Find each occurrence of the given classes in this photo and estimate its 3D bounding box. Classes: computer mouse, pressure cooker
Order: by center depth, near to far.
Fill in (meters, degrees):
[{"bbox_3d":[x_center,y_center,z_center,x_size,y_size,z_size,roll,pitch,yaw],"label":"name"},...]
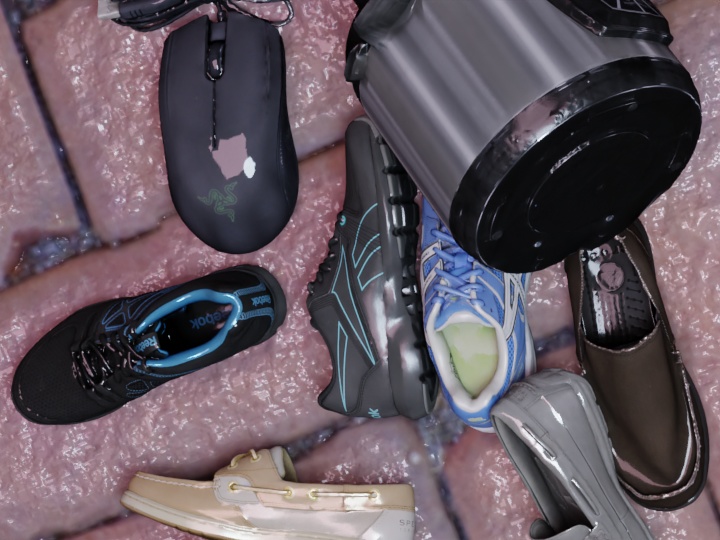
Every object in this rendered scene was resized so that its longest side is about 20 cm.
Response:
[{"bbox_3d":[0.087,-0.121,1.417,0.179,0.176,0.200,-26,59,-12],"label":"pressure cooker"},{"bbox_3d":[-0.098,-0.109,1.546,0.138,0.053,0.200,-9,89,12],"label":"computer mouse"}]

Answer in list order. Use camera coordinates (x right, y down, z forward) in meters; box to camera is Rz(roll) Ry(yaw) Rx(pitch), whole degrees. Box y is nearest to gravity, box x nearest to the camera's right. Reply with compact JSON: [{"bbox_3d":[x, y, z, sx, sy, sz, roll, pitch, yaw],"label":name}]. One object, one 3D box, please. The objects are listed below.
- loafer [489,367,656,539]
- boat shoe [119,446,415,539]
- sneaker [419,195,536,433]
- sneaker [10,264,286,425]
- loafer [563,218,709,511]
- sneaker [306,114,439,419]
[{"bbox_3d":[0.138,0.160,1.474,0.070,0.070,0.200,-27,96,-27],"label":"loafer"},{"bbox_3d":[-0.058,0.150,1.540,0.200,0.074,0.069,10,82,11],"label":"boat shoe"},{"bbox_3d":[0.076,0.005,1.497,0.076,0.077,0.200,-10,87,15],"label":"sneaker"},{"bbox_3d":[-0.151,0.047,1.547,0.200,0.082,0.073,-25,88,14],"label":"sneaker"},{"bbox_3d":[0.166,0.058,1.480,0.073,0.071,0.200,-18,87,13],"label":"loafer"},{"bbox_3d":[0.000,0.000,1.516,0.079,0.075,0.200,-6,90,15],"label":"sneaker"}]
